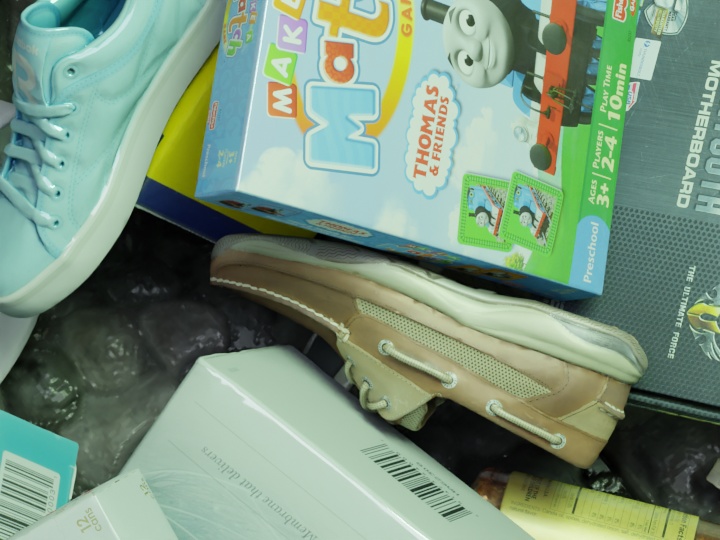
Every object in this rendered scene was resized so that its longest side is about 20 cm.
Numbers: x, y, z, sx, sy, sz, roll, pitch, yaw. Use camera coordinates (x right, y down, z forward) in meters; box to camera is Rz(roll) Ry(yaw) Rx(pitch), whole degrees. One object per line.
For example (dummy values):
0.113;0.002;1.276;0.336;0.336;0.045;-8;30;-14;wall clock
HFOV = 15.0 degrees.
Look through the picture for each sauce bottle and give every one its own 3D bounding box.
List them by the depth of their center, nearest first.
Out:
0.142;0.142;1.238;0.200;0.066;0.066;16;75;7;sauce bottle

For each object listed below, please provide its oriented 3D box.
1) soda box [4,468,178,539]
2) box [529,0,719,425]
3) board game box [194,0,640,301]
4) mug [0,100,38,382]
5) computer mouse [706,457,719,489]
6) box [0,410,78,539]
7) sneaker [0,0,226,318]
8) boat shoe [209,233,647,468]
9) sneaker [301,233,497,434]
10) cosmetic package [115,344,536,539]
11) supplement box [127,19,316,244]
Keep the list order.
-0.075;0.184;1.087;0.068;0.064;0.200;-30;89;13;soda box
0.169;-0.031;1.229;0.157;0.051;0.200;13;84;27;box
0.030;-0.082;1.173;0.200;0.037;0.152;15;78;-34;board game box
-0.252;-0.002;1.277;0.175;0.148;0.200;17;105;17;mug
0.199;0.040;1.278;0.200;0.046;0.140;42;86;10;computer mouse
-0.208;0.127;1.204;0.200;0.049;0.082;-22;52;41;box
-0.129;-0.078;1.184;0.074;0.082;0.200;32;96;46;sneaker
0.023;0.034;1.199;0.200;0.076;0.072;18;91;14;boat shoe
0.000;0.000;1.296;0.106;0.075;0.200;31;85;31;sneaker
-0.031;0.171;1.181;0.199;0.123;0.200;37;102;13;cosmetic package
-0.039;-0.120;1.255;0.200;0.109;0.109;-55;46;9;supplement box
